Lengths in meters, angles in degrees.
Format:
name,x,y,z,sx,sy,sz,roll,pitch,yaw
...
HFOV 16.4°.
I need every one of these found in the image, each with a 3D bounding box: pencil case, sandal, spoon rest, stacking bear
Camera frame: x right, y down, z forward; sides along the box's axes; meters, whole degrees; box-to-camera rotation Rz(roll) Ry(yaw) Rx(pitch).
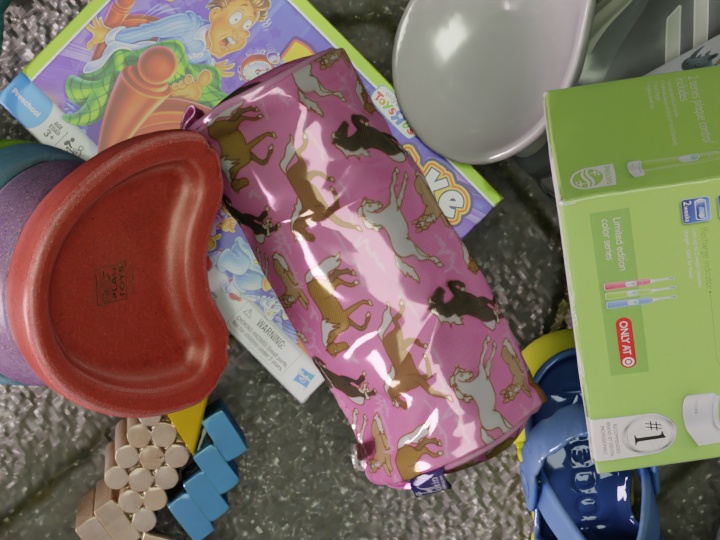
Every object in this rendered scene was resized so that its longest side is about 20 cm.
name,x,y,z,sx,sy,sz,roll,pitch,yaw
pencil case,0.000,0.000,1.103,0.086,0.083,0.201,-30,92,-31
sandal,0.111,0.129,1.150,0.079,0.087,0.201,-15,94,-2
spoon rest,0.090,-0.132,1.100,0.200,0.061,0.100,-46,60,15
stacking bear,-0.167,-0.009,1.106,0.199,0.113,0.122,12,110,42

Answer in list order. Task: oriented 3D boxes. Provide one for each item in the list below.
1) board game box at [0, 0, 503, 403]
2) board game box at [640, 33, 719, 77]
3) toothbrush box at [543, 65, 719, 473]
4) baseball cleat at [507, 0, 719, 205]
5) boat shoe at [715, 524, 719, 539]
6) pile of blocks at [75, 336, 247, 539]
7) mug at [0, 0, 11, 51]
name,x,y,z,sx,sy,sz,roll,pitch,yaw
board game box,-0.051,-0.057,1.163,0.200,0.045,0.134,44,90,-2
board game box,0.207,-0.042,1.105,0.199,0.064,0.148,-29,121,16
toothbrush box,0.184,-0.008,1.037,0.199,0.086,0.146,-8,126,6
baseball cleat,0.155,-0.105,1.150,0.200,0.070,0.107,-38,102,18
boat shoe,0.209,0.134,1.149,0.071,0.070,0.201,11,88,-32
pile of blocks,-0.093,0.108,1.162,0.082,0.062,0.201,19,100,-9
mug,-0.209,-0.153,1.108,0.114,0.152,0.186,-25,105,-3
